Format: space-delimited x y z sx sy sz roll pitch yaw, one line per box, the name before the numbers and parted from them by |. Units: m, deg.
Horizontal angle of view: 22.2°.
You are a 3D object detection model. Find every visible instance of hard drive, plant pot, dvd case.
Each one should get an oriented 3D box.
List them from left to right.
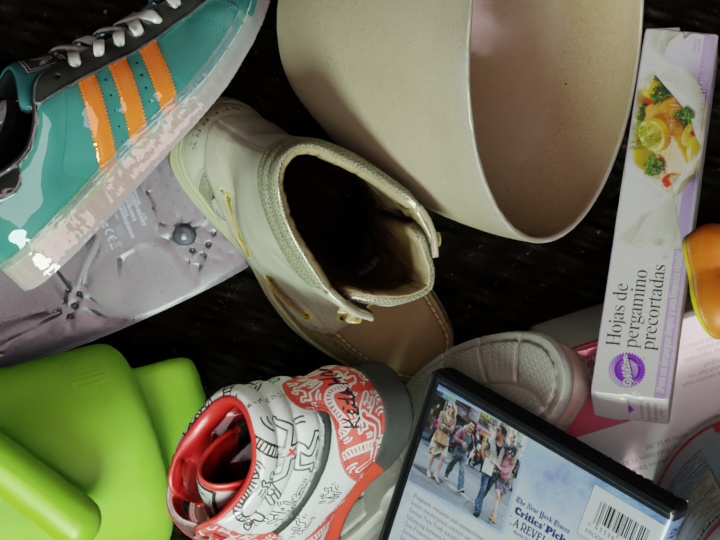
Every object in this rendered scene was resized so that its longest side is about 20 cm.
hard drive | -0.172 -0.025 0.976 0.200 0.042 0.135 -21 100 4
plant pot | 0.039 -0.121 0.893 0.134 0.200 0.201 9 104 29
dvd case | 0.066 0.165 0.895 0.143 0.018 0.200 29 114 30

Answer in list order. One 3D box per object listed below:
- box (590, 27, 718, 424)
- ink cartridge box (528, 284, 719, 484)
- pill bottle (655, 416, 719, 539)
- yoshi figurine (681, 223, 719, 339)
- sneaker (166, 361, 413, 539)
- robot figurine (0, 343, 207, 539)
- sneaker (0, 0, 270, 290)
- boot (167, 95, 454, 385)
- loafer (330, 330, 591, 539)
box | 0.148 -0.025 0.918 0.039 0.041 0.201 6 71 13
ink cartridge box | 0.187 0.109 0.974 0.146 0.083 0.200 -18 100 5
pill bottle | 0.196 0.140 0.835 0.108 0.200 0.109 0 101 1
yoshi figurine | 0.259 -0.003 0.839 0.200 0.112 0.112 -22 115 21
sneaker | -0.058 0.129 0.930 0.108 0.067 0.202 -4 134 -39
robot figurine | -0.174 0.108 0.951 0.200 0.175 0.116 -16 84 -18
sneaker | -0.126 -0.089 0.895 0.080 0.071 0.200 43 79 -21
boot | 0.000 0.000 0.905 0.072 0.155 0.200 -47 115 -9
loafer | 0.049 0.092 0.956 0.200 0.063 0.072 -36 56 35
